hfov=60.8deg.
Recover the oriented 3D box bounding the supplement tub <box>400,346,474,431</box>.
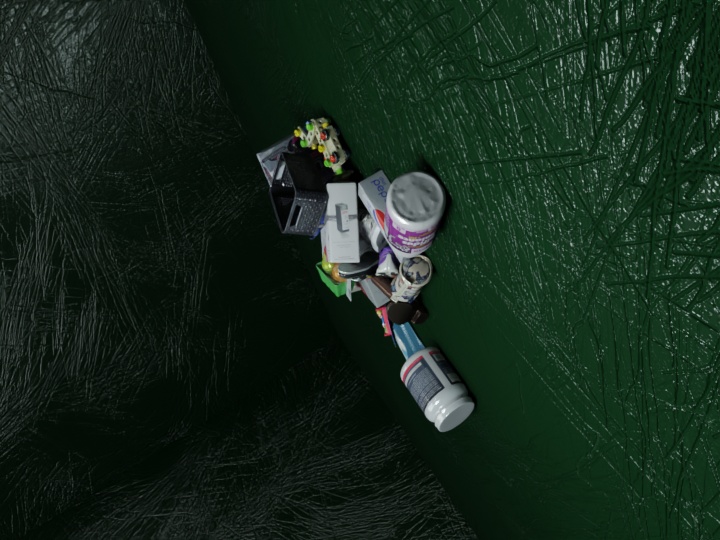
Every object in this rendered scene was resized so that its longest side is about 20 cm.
[{"bbox_3d":[0.214,0.331,1.724,0.201,0.138,0.142,54,169,34],"label":"supplement tub"}]

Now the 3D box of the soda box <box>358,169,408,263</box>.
[{"bbox_3d":[0.070,-0.124,1.405,0.203,0.067,0.064,59,170,13],"label":"soda box"}]

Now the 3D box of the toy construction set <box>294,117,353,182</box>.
[{"bbox_3d":[-0.088,-0.314,1.613,0.202,0.092,0.130,54,146,-6],"label":"toy construction set"}]

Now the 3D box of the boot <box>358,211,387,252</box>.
[{"bbox_3d":[0.028,-0.115,1.583,0.095,0.074,0.200,42,167,10],"label":"boot"}]

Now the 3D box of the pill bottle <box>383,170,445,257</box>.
[{"bbox_3d":[0.100,-0.098,1.189,0.114,0.111,0.201,57,170,16],"label":"pill bottle"}]

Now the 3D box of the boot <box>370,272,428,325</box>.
[{"bbox_3d":[0.077,0.063,1.686,0.185,0.065,0.200,22,-159,-52],"label":"boot"}]

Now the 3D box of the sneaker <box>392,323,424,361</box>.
[{"bbox_3d":[0.168,0.253,1.970,0.081,0.075,0.204,71,175,-75],"label":"sneaker"}]

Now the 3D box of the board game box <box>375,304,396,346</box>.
[{"bbox_3d":[0.078,0.158,2.030,0.160,0.038,0.204,71,-172,-50],"label":"board game box"}]

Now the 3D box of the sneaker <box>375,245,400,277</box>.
[{"bbox_3d":[0.084,-0.025,1.661,0.200,0.078,0.086,84,-168,-85],"label":"sneaker"}]

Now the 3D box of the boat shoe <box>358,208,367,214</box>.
[{"bbox_3d":[-0.008,-0.145,1.756,0.199,0.060,0.075,-19,101,60],"label":"boat shoe"}]

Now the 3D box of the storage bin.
[{"bbox_3d":[-0.167,-0.203,1.618,0.202,0.091,0.137,-113,36,-43],"label":"storage bin"}]

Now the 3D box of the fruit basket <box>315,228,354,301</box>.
[{"bbox_3d":[-0.070,-0.034,1.901,0.185,0.092,0.205,42,139,44],"label":"fruit basket"}]

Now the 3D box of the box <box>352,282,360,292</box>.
[{"bbox_3d":[-0.049,-0.032,2.040,0.082,0.067,0.206,20,-123,-71],"label":"box"}]

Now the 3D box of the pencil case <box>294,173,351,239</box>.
[{"bbox_3d":[-0.097,-0.187,1.725,0.086,0.201,0.078,35,171,40],"label":"pencil case"}]

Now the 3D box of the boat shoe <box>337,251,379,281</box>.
[{"bbox_3d":[0.000,0.000,1.730,0.074,0.198,0.062,24,115,30],"label":"boat shoe"}]

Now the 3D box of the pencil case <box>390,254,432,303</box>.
[{"bbox_3d":[0.121,0.022,1.488,0.077,0.091,0.200,28,165,4],"label":"pencil case"}]

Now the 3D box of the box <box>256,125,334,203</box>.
[{"bbox_3d":[-0.176,-0.309,1.764,0.115,0.197,0.134,50,167,40],"label":"box"}]

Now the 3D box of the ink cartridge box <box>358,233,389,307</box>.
[{"bbox_3d":[0.025,-0.011,1.908,0.146,0.082,0.203,46,163,59],"label":"ink cartridge box"}]

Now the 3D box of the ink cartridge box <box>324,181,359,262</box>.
[{"bbox_3d":[-0.052,-0.125,1.622,0.146,0.082,0.206,-171,80,-82],"label":"ink cartridge box"}]
